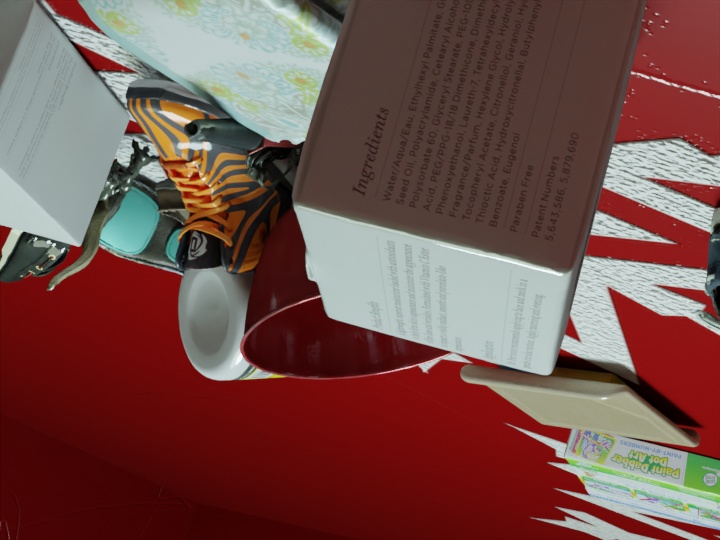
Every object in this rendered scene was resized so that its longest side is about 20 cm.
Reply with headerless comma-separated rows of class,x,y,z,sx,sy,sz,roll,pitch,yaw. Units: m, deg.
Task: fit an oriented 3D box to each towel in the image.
towel,-0.054,-0.141,1.037,0.171,0.048,0.200,-1,156,45

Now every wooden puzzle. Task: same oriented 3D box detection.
wooden puzzle,0.225,0.131,1.707,0.185,0.037,0.200,6,165,38

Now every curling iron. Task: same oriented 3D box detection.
curling iron,-0.079,-0.086,1.170,0.026,0.050,0.200,37,-173,11

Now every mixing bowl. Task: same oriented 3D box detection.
mixing bowl,0.000,0.000,1.288,0.199,0.109,0.200,-8,158,-3

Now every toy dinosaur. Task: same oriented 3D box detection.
toy dinosaur,-0.210,-0.060,1.374,0.047,0.088,0.200,33,-157,-18

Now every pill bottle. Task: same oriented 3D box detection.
pill bottle,-0.044,0.032,1.423,0.200,0.113,0.112,-1,179,-36

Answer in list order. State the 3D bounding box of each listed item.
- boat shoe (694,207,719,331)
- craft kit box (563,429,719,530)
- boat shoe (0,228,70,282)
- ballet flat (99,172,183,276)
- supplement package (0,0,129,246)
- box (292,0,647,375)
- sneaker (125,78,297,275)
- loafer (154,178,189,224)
boat shoe,0.274,0.017,1.174,0.075,0.062,0.200,12,164,16
craft kit box,0.348,0.244,1.942,0.199,0.049,0.198,13,167,20
boat shoe,-0.336,-0.020,1.741,0.063,0.074,0.201,29,159,-11
ballet flat,-0.184,-0.038,1.524,0.200,0.072,0.072,27,163,-18
supplement package,-0.270,-0.115,1.243,0.117,0.117,0.200,13,164,17
box,0.060,-0.075,0.832,0.130,0.201,0.199,14,165,7
sneaker,-0.115,-0.059,1.264,0.077,0.112,0.200,7,161,36
loafer,-0.098,-0.020,1.465,0.200,0.071,0.073,29,162,-35
